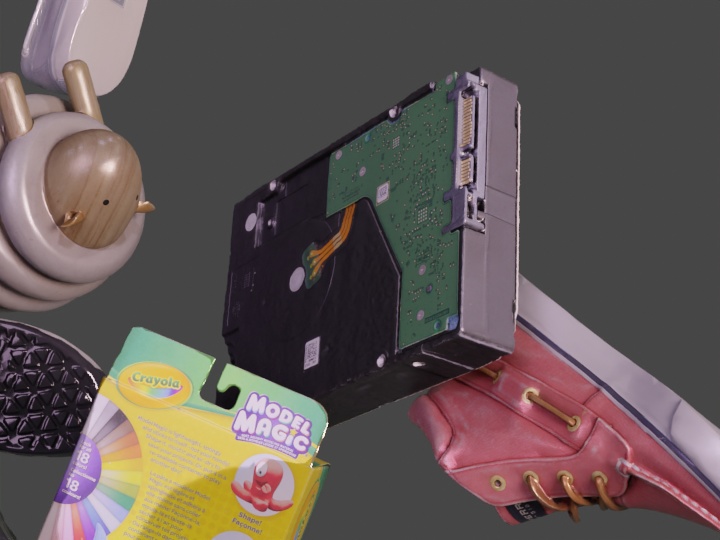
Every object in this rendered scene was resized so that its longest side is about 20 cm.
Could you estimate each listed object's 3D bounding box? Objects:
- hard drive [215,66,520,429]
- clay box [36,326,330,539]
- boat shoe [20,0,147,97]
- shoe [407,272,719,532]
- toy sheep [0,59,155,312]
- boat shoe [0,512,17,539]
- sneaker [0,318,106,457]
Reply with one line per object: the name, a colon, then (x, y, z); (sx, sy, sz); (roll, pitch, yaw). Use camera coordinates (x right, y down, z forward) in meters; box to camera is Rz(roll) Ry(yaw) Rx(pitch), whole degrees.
hard drive: (0.000, 0.000, 0.795); (0.200, 0.038, 0.140); (-29, 51, 48)
clay box: (-0.095, 0.139, 0.786); (0.115, 0.048, 0.200); (22, 88, 13)
boat shoe: (-0.161, -0.204, 1.030); (0.068, 0.072, 0.200); (11, 83, 36)
shoe: (0.103, 0.085, 0.712); (0.091, 0.071, 0.200); (-52, 45, 3)
toy sheep: (-0.197, -0.040, 0.931); (0.200, 0.138, 0.138); (-12, 61, 44)
boat shoe: (-0.200, 0.181, 0.874); (0.074, 0.065, 0.202); (-32, 57, -7)
sneaker: (-0.228, 0.058, 0.939); (0.200, 0.083, 0.072); (13, 87, 11)
